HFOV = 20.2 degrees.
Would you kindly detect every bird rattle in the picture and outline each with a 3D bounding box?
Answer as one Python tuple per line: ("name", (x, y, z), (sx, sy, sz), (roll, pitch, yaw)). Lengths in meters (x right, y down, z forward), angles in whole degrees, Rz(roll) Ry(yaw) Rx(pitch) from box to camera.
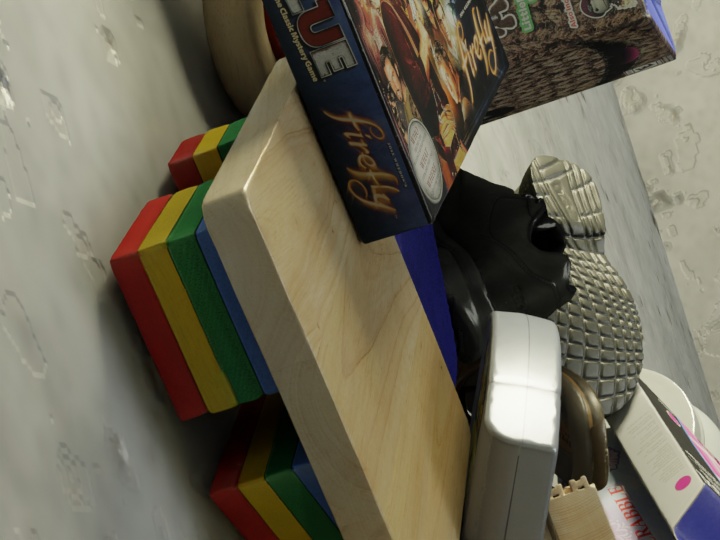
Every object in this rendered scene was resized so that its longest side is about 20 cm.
("bird rattle", (-0.036, -0.153, 0.995), (0.200, 0.112, 0.164), (0, 88, -73))

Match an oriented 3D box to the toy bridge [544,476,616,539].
("toy bridge", (0.104, 0.148, 0.993), (0.200, 0.027, 0.067), (77, -5, -60))

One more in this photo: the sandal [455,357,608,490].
("sandal", (0.085, 0.080, 1.175), (0.200, 0.054, 0.082), (-136, -145, -64))

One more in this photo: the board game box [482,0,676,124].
("board game box", (0.067, -0.146, 1.163), (0.159, 0.199, 0.097), (8, 65, -75))

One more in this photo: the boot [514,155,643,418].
("boot", (0.112, 0.038, 1.278), (0.067, 0.131, 0.201), (12, 49, -21))

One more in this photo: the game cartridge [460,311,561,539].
("game cartridge", (0.067, 0.093, 0.939), (0.200, 0.041, 0.134), (-73, 176, -76))

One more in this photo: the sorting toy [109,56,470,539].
("sorting toy", (-0.025, 0.035, 0.830), (0.200, 0.069, 0.200), (-74, 144, -68))

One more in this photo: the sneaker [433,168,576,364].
("sneaker", (0.073, -0.020, 1.219), (0.200, 0.090, 0.076), (-113, -177, -53))

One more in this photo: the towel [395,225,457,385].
("towel", (0.000, 0.000, 1.042), (0.200, 0.049, 0.149), (17, 63, -75))

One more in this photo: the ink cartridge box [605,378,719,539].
("ink cartridge box", (0.197, 0.136, 1.163), (0.095, 0.037, 0.200), (45, 11, -22))

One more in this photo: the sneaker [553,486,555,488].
("sneaker", (0.111, 0.208, 1.136), (0.079, 0.075, 0.201), (-53, 123, -71))

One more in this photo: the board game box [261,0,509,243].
("board game box", (0.013, -0.115, 0.901), (0.136, 0.034, 0.200), (67, 22, -19))

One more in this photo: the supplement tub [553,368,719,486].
("supplement tub", (0.196, 0.174, 1.375), (0.145, 0.144, 0.200), (-95, 161, -46))

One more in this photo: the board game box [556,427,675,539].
("board game box", (0.173, 0.231, 1.192), (0.200, 0.041, 0.201), (-118, -163, -57))
